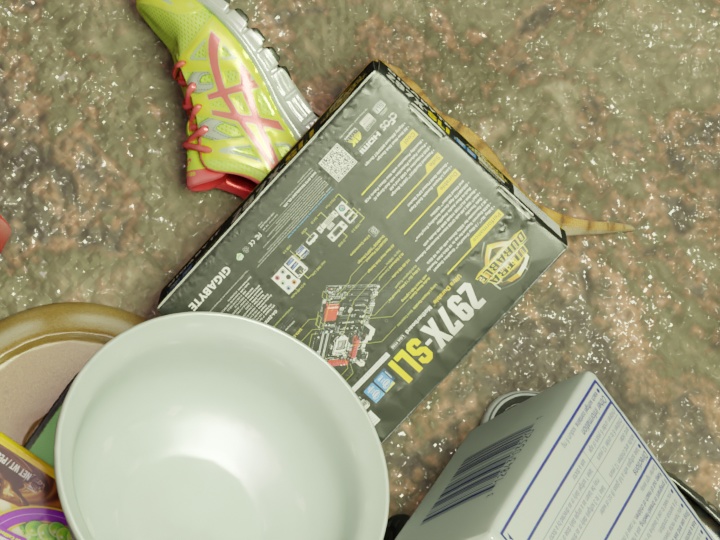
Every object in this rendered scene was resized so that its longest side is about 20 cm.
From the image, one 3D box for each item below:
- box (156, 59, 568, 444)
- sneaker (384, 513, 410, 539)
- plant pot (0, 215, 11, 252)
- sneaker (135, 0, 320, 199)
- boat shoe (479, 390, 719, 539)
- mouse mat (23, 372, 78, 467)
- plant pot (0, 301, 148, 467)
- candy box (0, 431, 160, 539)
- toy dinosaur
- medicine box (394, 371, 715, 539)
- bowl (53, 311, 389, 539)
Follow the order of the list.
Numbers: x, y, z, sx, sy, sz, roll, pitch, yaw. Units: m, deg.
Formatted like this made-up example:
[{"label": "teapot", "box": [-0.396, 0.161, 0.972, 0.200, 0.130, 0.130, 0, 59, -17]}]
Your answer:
[{"label": "box", "box": [0.000, 0.000, 1.621, 0.160, 0.049, 0.200, 41, 99, -10]}, {"label": "sneaker", "box": [0.009, 0.250, 1.611, 0.081, 0.074, 0.201, 30, 82, -9]}, {"label": "plant pot", "box": [-0.331, -0.007, 1.554, 0.200, 0.200, 0.183, 35, 81, 1]}, {"label": "sneaker", "box": [-0.082, -0.093, 1.662, 0.090, 0.078, 0.200, -38, 86, -10]}, {"label": "boat shoe", "box": [0.162, 0.140, 1.651, 0.200, 0.066, 0.070, 40, 77, 2]}, {"label": "mouse mat", "box": [-0.128, 0.174, 1.613, 0.199, 0.008, 0.161, 35, 77, 2]}, {"label": "plant pot", "box": [-0.173, 0.116, 1.636, 0.198, 0.027, 0.202, 1, 80, -6]}, {"label": "candy box", "box": [-0.196, 0.168, 1.590, 0.199, 0.026, 0.103, 34, 79, 0]}, {"label": "toy dinosaur", "box": [0.069, -0.055, 1.681, 0.200, 0.060, 0.106, 39, 76, 1]}, {"label": "medicine box", "box": [0.124, 0.196, 1.551, 0.200, 0.103, 0.182, 54, 35, -10]}, {"label": "bowl", "box": [-0.090, 0.133, 1.561, 0.200, 0.090, 0.202, 10, 59, -17]}]
